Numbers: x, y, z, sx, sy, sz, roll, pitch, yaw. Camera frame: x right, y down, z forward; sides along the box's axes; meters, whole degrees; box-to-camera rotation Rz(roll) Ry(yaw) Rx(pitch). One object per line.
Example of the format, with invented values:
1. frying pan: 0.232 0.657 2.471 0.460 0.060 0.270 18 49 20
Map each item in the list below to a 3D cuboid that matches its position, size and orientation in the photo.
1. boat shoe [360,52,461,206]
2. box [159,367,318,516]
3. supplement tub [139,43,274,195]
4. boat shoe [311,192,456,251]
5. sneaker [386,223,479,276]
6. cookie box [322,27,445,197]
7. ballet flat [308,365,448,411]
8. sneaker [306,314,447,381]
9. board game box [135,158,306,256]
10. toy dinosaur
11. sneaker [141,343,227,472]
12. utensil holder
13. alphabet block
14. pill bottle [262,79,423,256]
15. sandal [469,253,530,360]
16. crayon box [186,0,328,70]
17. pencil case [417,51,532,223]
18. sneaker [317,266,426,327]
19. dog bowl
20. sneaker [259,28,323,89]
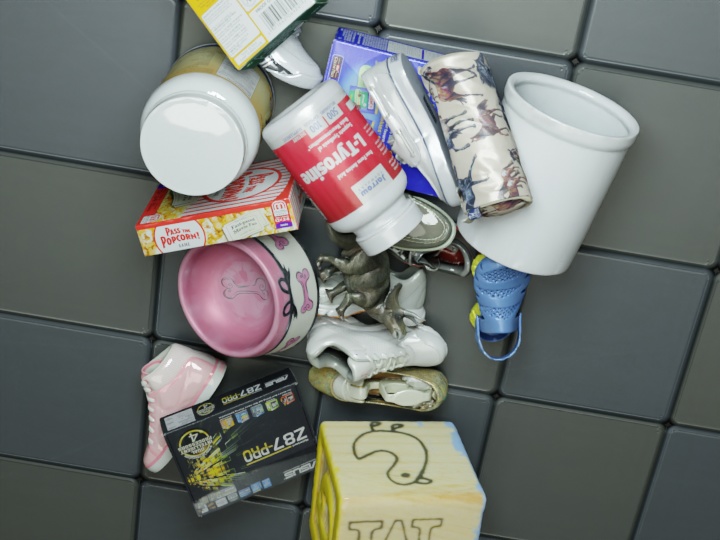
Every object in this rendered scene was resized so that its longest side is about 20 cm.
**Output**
1. boat shoe: 0.065 -0.163 1.483 0.065 0.074 0.200 -21 104 19
2. box: -0.167 0.245 1.748 0.200 0.049 0.161 -21 123 -9
3. supplement tub: -0.187 -0.185 1.496 0.144 0.200 0.144 2 117 4
4. boat shoe: 0.023 -0.078 1.565 0.202 0.060 0.072 21 87 15
5. sneaker: 0.065 -0.045 1.611 0.200 0.082 0.077 17 116 -4
6. cookie box: 0.046 -0.195 1.542 0.200 0.075 0.171 15 116 -2
7. ballet flat: 0.024 0.163 1.726 0.200 0.071 0.071 5 116 2
8. sneaker: 0.018 0.118 1.682 0.200 0.099 0.078 4 131 6
9. board game box: -0.172 -0.085 1.573 0.200 0.152 0.046 -10 115 8
10. toy dinosaur: 0.000 0.000 1.584 0.102 0.077 0.200 -24 112 -6
11. sneaker: -0.283 0.189 1.757 0.105 0.075 0.200 29 107 -15
12. utensil holder: 0.225 -0.119 1.518 0.170 0.170 0.200 19 119 -5
13. alphabet block: 0.044 0.340 1.721 0.200 0.195 0.196 1 115 -12
14. pill bottle: -0.017 -0.120 1.472 0.112 0.112 0.200 -34 102 19
15. sandal: 0.185 0.048 1.606 0.079 0.087 0.200 -5 143 2
16. crayon box: -0.148 -0.351 1.425 0.126 0.052 0.200 -37 89 22
17. pencil case: 0.131 -0.158 1.430 0.089 0.078 0.200 -19 83 20
18. sneaker: -0.005 0.014 1.659 0.200 0.076 0.092 7 109 -7
19. dog bowl: -0.156 0.026 1.624 0.200 0.074 0.200 12 113 28
20. sneaker: -0.101 -0.318 1.482 0.200 0.075 0.115 44 112 0
